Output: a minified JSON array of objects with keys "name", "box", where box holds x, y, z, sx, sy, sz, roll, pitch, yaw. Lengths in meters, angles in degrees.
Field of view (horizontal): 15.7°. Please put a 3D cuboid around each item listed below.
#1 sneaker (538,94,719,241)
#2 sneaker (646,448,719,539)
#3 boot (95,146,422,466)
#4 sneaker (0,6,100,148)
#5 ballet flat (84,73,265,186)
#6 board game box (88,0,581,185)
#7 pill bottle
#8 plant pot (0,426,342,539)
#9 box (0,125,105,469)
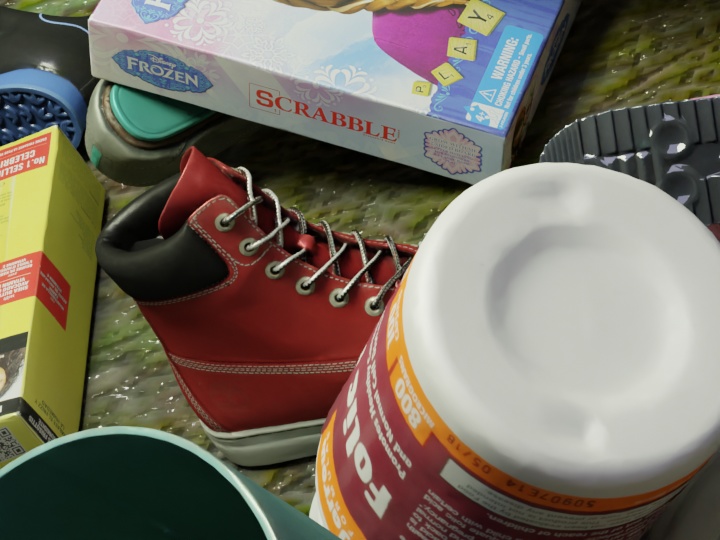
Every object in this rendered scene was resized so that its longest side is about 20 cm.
[{"name":"sneaker","box":[0.173,-0.041,1.034,0.200,0.082,0.070,1,89,12]},{"name":"sneaker","box":[0.181,0.075,0.885,0.200,0.075,0.100,-36,36,-5]},{"name":"boot","box":[0.000,0.000,1.042,0.200,0.144,0.072,-14,39,21]},{"name":"sneaker","box":[-0.212,-0.098,1.372,0.200,0.070,0.078,2,43,29]},{"name":"ballet flat","box":[-0.047,-0.101,1.253,0.200,0.064,0.067,-29,78,-23]},{"name":"board game box","box":[0.003,-0.145,1.219,0.199,0.041,0.200,16,53,11]},{"name":"pill bottle","box":[0.048,0.058,0.887,0.114,0.200,0.114,6,61,-11]},{"name":"plant pot","box":[-0.046,0.171,0.840,0.200,0.161,0.201,-20,56,33]},{"name":"box","box":[-0.167,0.022,1.213,0.075,0.050,0.200,-19,38,18]}]
